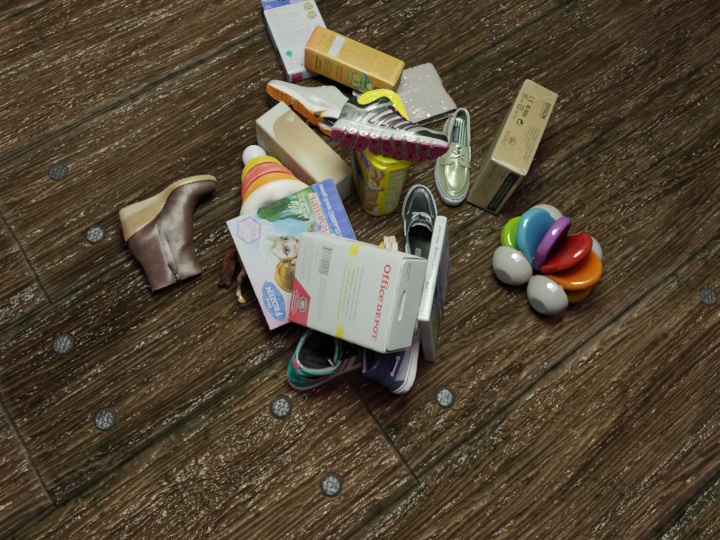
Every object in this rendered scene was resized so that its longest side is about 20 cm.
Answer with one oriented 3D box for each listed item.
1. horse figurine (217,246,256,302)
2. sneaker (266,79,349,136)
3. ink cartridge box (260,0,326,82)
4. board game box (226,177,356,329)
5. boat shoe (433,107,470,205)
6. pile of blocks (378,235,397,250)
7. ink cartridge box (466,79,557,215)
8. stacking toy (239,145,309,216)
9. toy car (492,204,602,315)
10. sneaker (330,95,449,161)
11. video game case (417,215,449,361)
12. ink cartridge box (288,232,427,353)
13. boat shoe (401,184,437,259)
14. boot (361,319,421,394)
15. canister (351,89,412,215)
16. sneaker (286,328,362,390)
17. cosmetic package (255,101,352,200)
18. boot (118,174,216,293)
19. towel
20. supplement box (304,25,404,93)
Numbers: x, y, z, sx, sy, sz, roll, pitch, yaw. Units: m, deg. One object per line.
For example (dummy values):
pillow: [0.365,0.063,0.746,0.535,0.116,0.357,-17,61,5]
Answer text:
horse figurine: [-0.163,-0.016,1.195,0.196,0.050,0.135,-6,94,-5]
sneaker: [-0.093,-0.342,1.350,0.197,0.076,0.093,24,59,-3]
ink cartridge box: [-0.132,-0.504,1.423,0.117,0.042,0.203,-18,73,-13]
board game box: [-0.102,-0.029,1.145,0.196,0.041,0.203,-23,96,3]
boat shoe: [0.186,-0.230,1.327,0.070,0.062,0.204,5,68,-3]
pile of blocks: [0.000,0.000,1.216,0.081,0.062,0.201,34,68,9]
ink cartridge box: [0.291,-0.234,1.284,0.074,0.165,0.202,25,68,3]
stacking toy: [-0.175,-0.167,1.249,0.144,0.147,0.202,-16,54,-12]
toy car: [0.351,-0.035,1.215,0.199,0.150,0.175,41,70,11]
sneaker: [0.053,-0.240,1.094,0.196,0.074,0.089,11,73,4]
video game case: [0.127,0.037,1.139,0.022,0.201,0.185,7,66,12]
ink cartridge box: [-0.007,0.031,1.042,0.197,0.083,0.148,16,99,34]
boat shoe: [0.111,-0.080,1.255,0.070,0.068,0.204,9,67,-2]
boot: [0.055,0.101,1.138,0.090,0.072,0.203,31,51,-32]
canister: [0.036,-0.209,1.230,0.085,0.201,0.151,-13,69,-10]
sneaker: [-0.036,0.126,1.128,0.198,0.121,0.084,-29,73,-17]
cosmetic package: [-0.108,-0.213,1.271,0.071,0.106,0.200,-41,78,-19]
boot: [-0.326,-0.069,1.224,0.198,0.072,0.168,-27,85,-17]
towel: [0.090,-0.356,1.386,0.197,0.035,0.134,-21,72,-14]
supplement box: [-0.014,-0.415,1.346,0.197,0.067,0.070,22,67,3]
